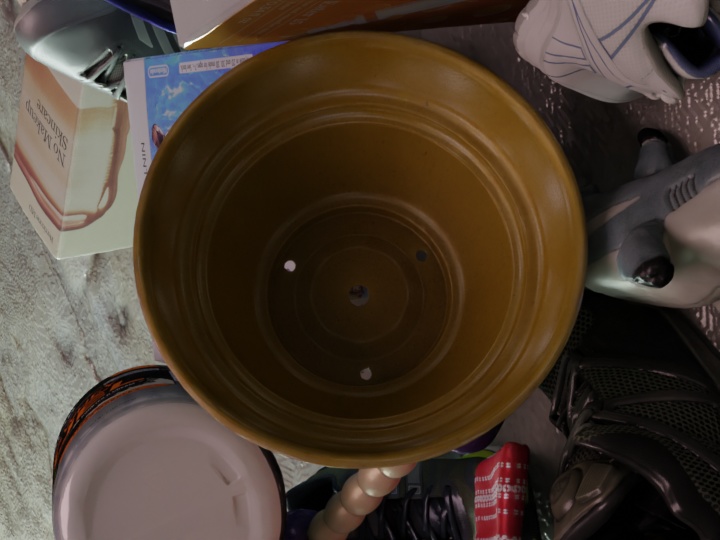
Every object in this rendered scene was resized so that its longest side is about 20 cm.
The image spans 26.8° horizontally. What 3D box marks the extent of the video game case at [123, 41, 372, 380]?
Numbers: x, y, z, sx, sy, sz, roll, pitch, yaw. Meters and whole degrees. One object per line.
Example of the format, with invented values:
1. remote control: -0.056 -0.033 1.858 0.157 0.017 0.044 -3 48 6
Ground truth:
1. video game case: -0.061 -0.032 0.834 0.199 0.045 0.184 5 103 55

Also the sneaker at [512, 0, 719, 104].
1. sneaker: 0.110 -0.099 0.608 0.087 0.074 0.200 49 -176 15

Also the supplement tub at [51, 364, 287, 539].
1. supplement tub: -0.113 0.120 0.852 0.200 0.121 0.124 -171 71 -78

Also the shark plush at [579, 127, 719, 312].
1. shark plush: 0.137 -0.026 0.698 0.200 0.090 0.084 -174 100 -71

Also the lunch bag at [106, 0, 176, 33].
1. lunch bag: -0.123 -0.211 0.823 0.169 0.200 0.124 30 81 32

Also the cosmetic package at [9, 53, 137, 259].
1. cosmetic package: -0.197 -0.121 1.130 0.103 0.086 0.202 48 137 37

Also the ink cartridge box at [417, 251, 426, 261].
1. ink cartridge box: -0.027 0.011 0.910 0.199 0.083 0.146 -27 77 57

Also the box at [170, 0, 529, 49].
1. box: 0.022 -0.168 0.674 0.124 0.198 0.099 -17 85 57

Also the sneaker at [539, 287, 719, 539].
1. sneaker: 0.111 0.069 0.692 0.200 0.113 0.077 47 136 45

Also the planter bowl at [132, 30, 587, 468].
1. planter bowl: 0.000 0.000 0.691 0.084 0.198 0.202 90 157 -70

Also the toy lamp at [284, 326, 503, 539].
1. toy lamp: 0.018 0.099 0.781 0.200 0.058 0.059 -52 57 40

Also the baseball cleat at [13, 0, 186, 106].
1. baseball cleat: -0.126 -0.120 0.941 0.069 0.199 0.107 -34 74 29

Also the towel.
1. towel: 0.056 0.184 0.708 0.145 0.022 0.203 77 -160 -81

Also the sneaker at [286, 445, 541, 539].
1. sneaker: 0.030 0.142 0.867 0.199 0.080 0.075 -10 92 57
